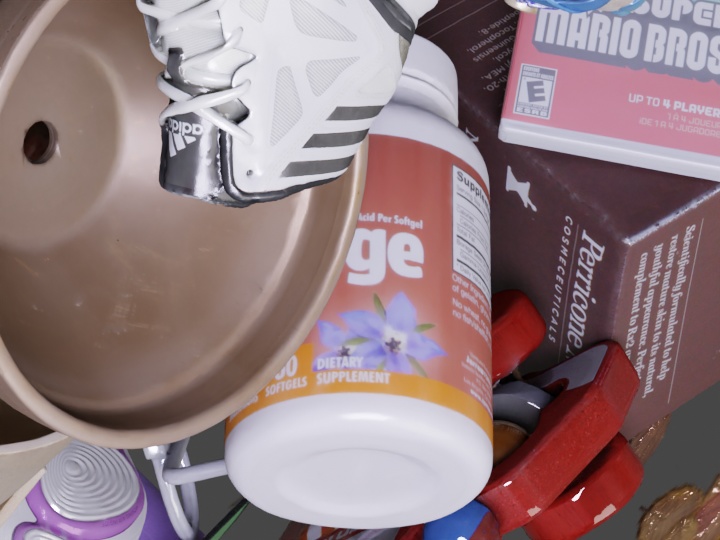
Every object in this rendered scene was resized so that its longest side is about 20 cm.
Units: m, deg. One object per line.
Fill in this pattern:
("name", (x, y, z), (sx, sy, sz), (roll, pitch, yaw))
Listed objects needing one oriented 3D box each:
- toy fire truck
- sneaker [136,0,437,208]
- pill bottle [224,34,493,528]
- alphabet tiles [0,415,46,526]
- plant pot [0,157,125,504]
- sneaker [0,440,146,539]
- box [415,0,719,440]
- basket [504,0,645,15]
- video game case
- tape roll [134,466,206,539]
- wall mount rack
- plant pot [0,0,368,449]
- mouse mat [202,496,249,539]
("toy fire truck", (0.035, 0.108, 1.184), (0.200, 0.112, 0.168), (-27, -165, 28))
("sneaker", (-0.051, -0.087, 0.871), (0.200, 0.076, 0.115), (31, 74, -48))
("pill bottle", (0.000, 0.000, 1.084), (0.112, 0.200, 0.112), (0, 151, 0))
("alphabet tiles", (-0.190, 0.097, 1.123), (0.008, 0.167, 0.200), (34, 102, -25))
("plant pot", (-0.221, 0.058, 1.039), (0.187, 0.187, 0.200), (-10, 147, -45))
("sneaker", (-0.148, 0.095, 1.156), (0.075, 0.200, 0.100), (38, 117, -21))
("box", (0.119, -0.051, 1.287), (0.164, 0.200, 0.166), (-29, 145, -27))
("basket", (0.074, -0.192, 1.094), (0.139, 0.176, 0.200), (-56, 158, -2))
("video game case", (0.151, -0.142, 1.195), (0.017, 0.143, 0.200), (93, 8, -71))
("tape roll", (-0.167, 0.183, 1.254), (0.200, 0.066, 0.200), (-46, 176, -4))
("wall mount rack", (-0.073, 0.016, 1.177), (0.075, 0.200, 0.174), (-13, -168, 5))
("plant pot", (-0.097, -0.040, 0.966), (0.201, 0.093, 0.201), (-18, 116, -43))
("mouse mat", (-0.122, 0.182, 1.203), (0.161, 0.008, 0.200), (-43, 174, -44))
